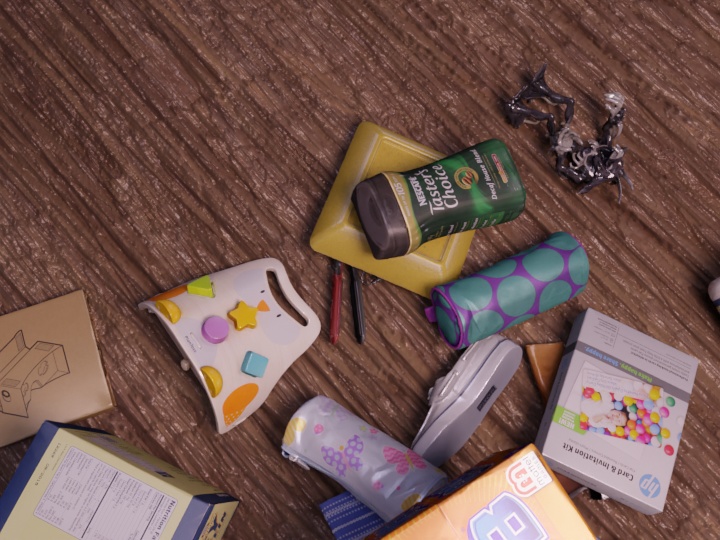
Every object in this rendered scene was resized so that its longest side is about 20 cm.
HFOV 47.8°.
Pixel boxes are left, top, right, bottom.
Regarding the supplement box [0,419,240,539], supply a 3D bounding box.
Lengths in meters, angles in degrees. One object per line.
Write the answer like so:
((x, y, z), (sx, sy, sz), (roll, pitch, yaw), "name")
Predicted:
((-0.266, 0.276, 0.910), (0.200, 0.200, 0.134), (25, 78, 7), "supplement box")

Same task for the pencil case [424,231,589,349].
((0.186, 0.024, 1.021), (0.200, 0.092, 0.085), (-23, 108, -16), "pencil case")

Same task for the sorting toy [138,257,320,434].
((-0.151, 0.067, 1.030), (0.180, 0.107, 0.200), (-30, 77, -27), "sorting toy")

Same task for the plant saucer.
((0.061, -0.085, 1.057), (0.200, 0.048, 0.200), (23, 72, -4), "plant saucer")

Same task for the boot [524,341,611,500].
((0.234, 0.187, 1.000), (0.188, 0.068, 0.200), (-9, 75, -2), "boot")

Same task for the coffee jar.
((0.093, -0.086, 0.993), (0.200, 0.085, 0.104), (-19, 78, -14), "coffee jar")

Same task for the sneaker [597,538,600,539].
((0.312, 0.384, 0.946), (0.200, 0.076, 0.105), (39, 79, 10), "sneaker")

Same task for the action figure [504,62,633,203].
((0.290, -0.180, 1.077), (0.200, 0.102, 0.119), (43, 68, 11), "action figure")

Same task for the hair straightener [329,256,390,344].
((0.000, 0.000, 1.069), (0.077, 0.041, 0.200), (4, 70, -11), "hair straightener")

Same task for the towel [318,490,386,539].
((0.059, 0.321, 0.930), (0.145, 0.024, 0.200), (-18, 46, -20), "towel")

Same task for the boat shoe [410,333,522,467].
((0.119, 0.160, 1.014), (0.065, 0.074, 0.200), (32, 71, 38), "boat shoe")

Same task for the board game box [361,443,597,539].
((0.117, 0.304, 0.761), (0.200, 0.200, 0.200), (-31, 77, -8), "board game box")

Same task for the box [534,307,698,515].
((0.308, 0.166, 0.978), (0.156, 0.041, 0.200), (26, 66, 0), "box")

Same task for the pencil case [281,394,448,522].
((0.003, 0.226, 0.952), (0.200, 0.083, 0.091), (27, 34, 25), "pencil case")

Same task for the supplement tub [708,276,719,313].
((0.537, 0.072, 0.988), (0.145, 0.145, 0.200), (-25, 77, -6), "supplement tub")

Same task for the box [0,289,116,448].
((-0.428, 0.132, 1.039), (0.200, 0.021, 0.164), (-19, 76, -5), "box")
